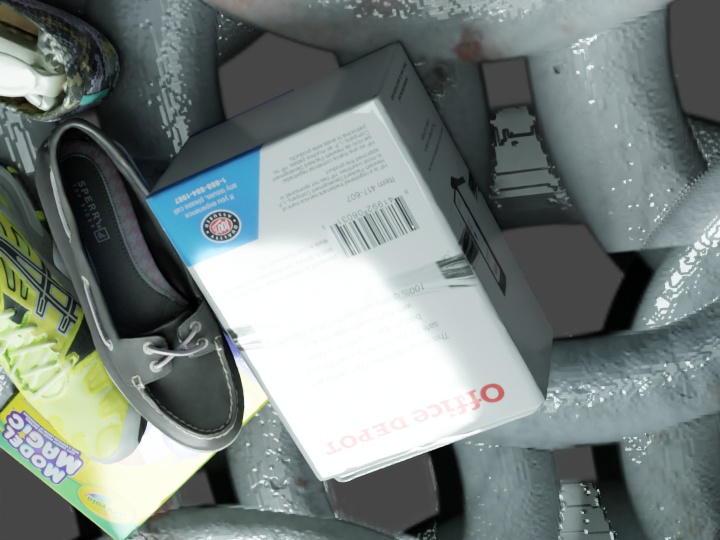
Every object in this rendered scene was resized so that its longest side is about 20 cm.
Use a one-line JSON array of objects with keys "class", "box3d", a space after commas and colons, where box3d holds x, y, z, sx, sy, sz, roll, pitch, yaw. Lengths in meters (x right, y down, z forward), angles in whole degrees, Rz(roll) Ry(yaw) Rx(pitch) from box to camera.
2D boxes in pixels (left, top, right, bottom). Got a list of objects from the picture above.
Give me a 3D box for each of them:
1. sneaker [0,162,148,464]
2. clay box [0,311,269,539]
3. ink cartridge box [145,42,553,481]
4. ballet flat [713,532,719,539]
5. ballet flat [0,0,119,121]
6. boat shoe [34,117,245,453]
[{"class": "sneaker", "box3d": [-0.197, 0.029, 0.877, 0.075, 0.076, 0.200, -41, 80, 26]}, {"class": "clay box", "box3d": [-0.143, 0.083, 0.948, 0.115, 0.048, 0.200, 40, 117, -8]}, {"class": "ink cartridge box", "box3d": [0.000, 0.000, 0.853, 0.146, 0.084, 0.200, -21, 113, 21]}, {"class": "ballet flat", "box3d": [0.265, 0.126, 0.890, 0.067, 0.046, 0.200, 28, 120, -5]}, {"class": "ballet flat", "box3d": [-0.230, -0.136, 0.836, 0.200, 0.072, 0.072, 23, 120, -1]}, {"class": "boat shoe", "box3d": [-0.123, 0.008, 0.843, 0.067, 0.057, 0.200, -27, 83, -14]}]
